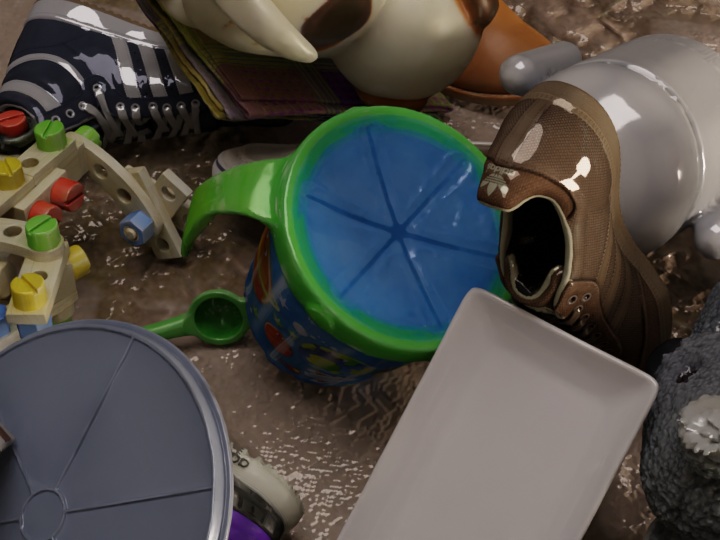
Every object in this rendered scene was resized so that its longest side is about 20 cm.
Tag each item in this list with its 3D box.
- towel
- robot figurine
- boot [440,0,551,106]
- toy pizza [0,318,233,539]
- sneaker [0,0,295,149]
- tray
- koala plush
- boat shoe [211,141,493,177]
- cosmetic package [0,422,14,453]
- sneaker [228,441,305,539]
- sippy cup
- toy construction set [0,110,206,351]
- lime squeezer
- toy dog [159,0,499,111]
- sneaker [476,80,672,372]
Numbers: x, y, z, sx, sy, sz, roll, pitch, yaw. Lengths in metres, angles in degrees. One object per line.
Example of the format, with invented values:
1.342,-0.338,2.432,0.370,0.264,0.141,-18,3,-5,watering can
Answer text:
-0.045,-0.143,0.976,0.199,0.023,0.144,-5,49,-45,towel
0.156,-0.072,0.877,0.169,0.113,0.200,39,34,15,robot figurine
0.060,-0.209,1.012,0.076,0.156,0.200,-31,51,-24,boot
-0.143,0.121,0.723,0.199,0.032,0.201,-12,63,24,toy pizza
-0.143,-0.104,0.992,0.199,0.070,0.109,17,59,8,sneaker
0.053,0.119,0.727,0.107,0.022,0.201,28,89,24,tray
0.212,0.065,0.731,0.200,0.178,0.184,-34,62,-30,koala plush
0.009,-0.065,0.919,0.199,0.070,0.071,9,30,5,boat shoe
-0.271,0.112,0.701,0.107,0.090,0.200,45,96,-1,cosmetic package
-0.137,0.119,0.775,0.199,0.070,0.100,17,56,23,sneaker
0.000,0.000,0.818,0.178,0.130,0.140,48,59,2,sippy cup
-0.176,-0.028,0.867,0.130,0.093,0.200,17,28,23,toy construction set
-0.076,0.010,0.895,0.199,0.038,0.071,-30,51,-21,lime squeezer
-0.013,-0.175,0.893,0.199,0.140,0.194,20,22,-36,toy dog
0.099,0.000,0.756,0.070,0.201,0.076,20,58,40,sneaker
